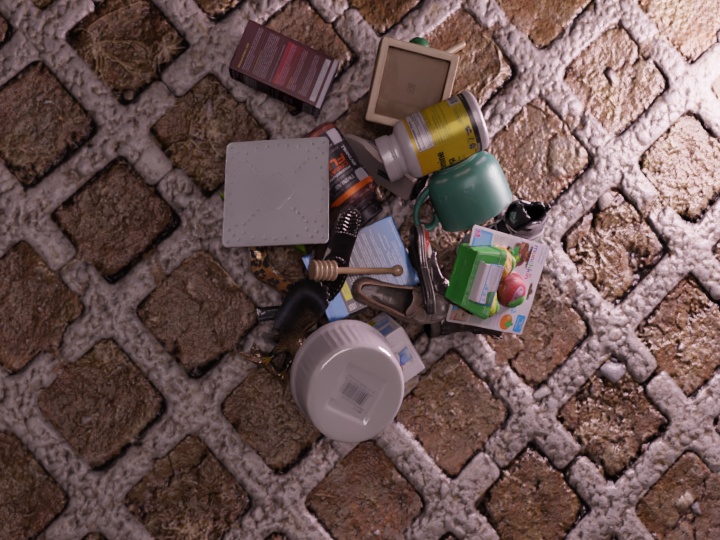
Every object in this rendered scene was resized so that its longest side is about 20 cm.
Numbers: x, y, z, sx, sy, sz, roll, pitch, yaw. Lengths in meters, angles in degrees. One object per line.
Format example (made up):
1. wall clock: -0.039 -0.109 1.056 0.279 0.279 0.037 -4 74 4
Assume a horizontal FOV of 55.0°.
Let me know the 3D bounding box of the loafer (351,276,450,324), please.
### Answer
1. loafer: 0.079 0.059 1.311 0.195 0.063 0.074 14 88 -5

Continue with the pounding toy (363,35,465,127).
1. pounding toy: 0.114 -0.383 1.386 0.180 0.142 0.205 12 102 -5

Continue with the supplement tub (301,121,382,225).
1. supplement tub: -0.039 -0.181 1.358 0.106 0.107 0.202 -36 90 -8

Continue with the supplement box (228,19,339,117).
1. supplement box: -0.153 -0.402 1.385 0.196 0.061 0.111 24 83 -5

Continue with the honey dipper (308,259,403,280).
1. honey dipper: -0.003 -0.001 1.286 0.196 0.038 0.039 -1 85 -30

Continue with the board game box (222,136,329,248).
1. board game box: -0.153 -0.142 1.276 0.195 0.026 0.205 -2 76 6

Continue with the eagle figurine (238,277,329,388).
1. eagle figurine: -0.103 0.121 1.284 0.200 0.152 0.151 -46 75 3

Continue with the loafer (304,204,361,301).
1. loafer: -0.058 -0.030 1.311 0.072 0.071 0.204 21 95 -34

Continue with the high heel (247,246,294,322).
1. high heel: -0.143 -0.005 1.346 0.139 0.072 0.205 -7 103 -1

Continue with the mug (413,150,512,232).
1. mug: 0.194 -0.155 1.344 0.184 0.151 0.116 -35 110 -22

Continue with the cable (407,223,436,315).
1. cable: 0.125 -0.011 1.289 0.049 0.202 0.099 -4 129 -10

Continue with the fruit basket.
1. fruit basket: 0.268 0.025 1.325 0.196 0.094 0.189 14 99 -24

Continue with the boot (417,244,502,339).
1. boot: 0.207 0.044 1.398 0.170 0.069 0.206 -5 90 -12

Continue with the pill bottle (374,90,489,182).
1. pill bottle: 0.131 -0.243 1.288 0.196 0.112 0.115 -23 88 5

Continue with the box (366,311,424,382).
1. box: 0.004 0.187 1.322 0.198 0.112 0.103 -34 109 -8

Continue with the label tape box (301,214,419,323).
1. label tape box: 0.000 0.000 1.370 0.196 0.063 0.147 -24 89 -5

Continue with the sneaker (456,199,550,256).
1. sneaker: 0.284 -0.089 1.364 0.196 0.141 0.079 -23 66 -14

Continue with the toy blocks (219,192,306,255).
1. toy blocks: -0.153 -0.143 1.349 0.198 0.100 0.138 31 75 13

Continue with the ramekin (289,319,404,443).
1. ramekin: -0.018 0.198 1.206 0.195 0.098 0.206 -4 104 -17

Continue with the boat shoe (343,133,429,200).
1. boat shoe: 0.054 -0.222 1.399 0.198 0.075 0.093 37 48 12
